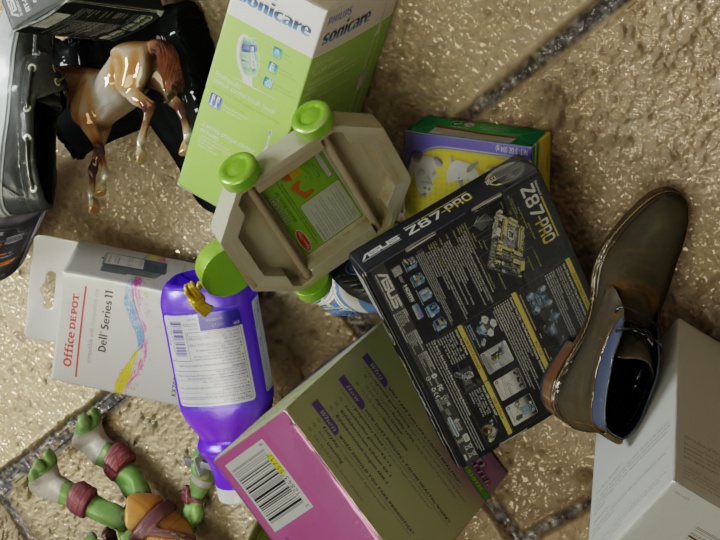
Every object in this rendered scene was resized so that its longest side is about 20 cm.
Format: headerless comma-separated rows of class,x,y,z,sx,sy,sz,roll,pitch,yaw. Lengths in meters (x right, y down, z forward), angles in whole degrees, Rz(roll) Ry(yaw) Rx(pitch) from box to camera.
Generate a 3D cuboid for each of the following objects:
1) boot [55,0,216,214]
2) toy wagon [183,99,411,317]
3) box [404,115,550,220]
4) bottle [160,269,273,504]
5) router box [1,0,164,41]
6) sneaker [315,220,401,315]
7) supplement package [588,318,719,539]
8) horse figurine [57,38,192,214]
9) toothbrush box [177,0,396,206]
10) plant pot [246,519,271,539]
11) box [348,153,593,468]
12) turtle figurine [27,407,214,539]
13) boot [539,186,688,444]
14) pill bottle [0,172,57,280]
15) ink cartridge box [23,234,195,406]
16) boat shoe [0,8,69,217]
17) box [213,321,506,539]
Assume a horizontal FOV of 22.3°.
boot,-0.192,-0.132,1.589,0.161,0.073,0.200,-12,97,29
toy wagon,-0.057,-0.040,1.419,0.199,0.040,0.156,-34,136,-2
box,0.095,-0.019,1.499,0.116,0.048,0.202,9,116,25
bottle,-0.116,0.100,1.568,0.083,0.065,0.202,-5,106,16
router box,-0.251,-0.289,1.477,0.062,0.150,0.202,-24,84,24
sneaker,0.000,0.000,1.522,0.199,0.076,0.077,25,154,46
supplement package,0.252,0.156,1.381,0.117,0.201,0.117,29,124,-9
horse figurine,-0.198,-0.137,1.512,0.199,0.050,0.134,-28,65,43
toothbrush box,-0.054,-0.155,1.461,0.086,0.146,0.201,29,122,14
plant pot,-0.019,0.289,1.623,0.188,0.200,0.201,24,121,2
box,0.102,0.034,1.434,0.160,0.049,0.201,-30,117,-4
turtle figurine,-0.209,0.208,1.703,0.193,0.200,0.145,34,88,16
boot,0.215,0.038,1.396,0.074,0.097,0.202,21,98,-23
pill bottle,-0.330,-0.070,1.624,0.106,0.106,0.200,46,151,3
ink cartridge box,-0.209,0.047,1.638,0.198,0.067,0.118,11,117,1
boat shoe,-0.270,-0.140,1.514,0.056,0.069,0.202,2,76,13
box,0.004,0.166,1.532,0.096,0.200,0.176,-36,92,35
